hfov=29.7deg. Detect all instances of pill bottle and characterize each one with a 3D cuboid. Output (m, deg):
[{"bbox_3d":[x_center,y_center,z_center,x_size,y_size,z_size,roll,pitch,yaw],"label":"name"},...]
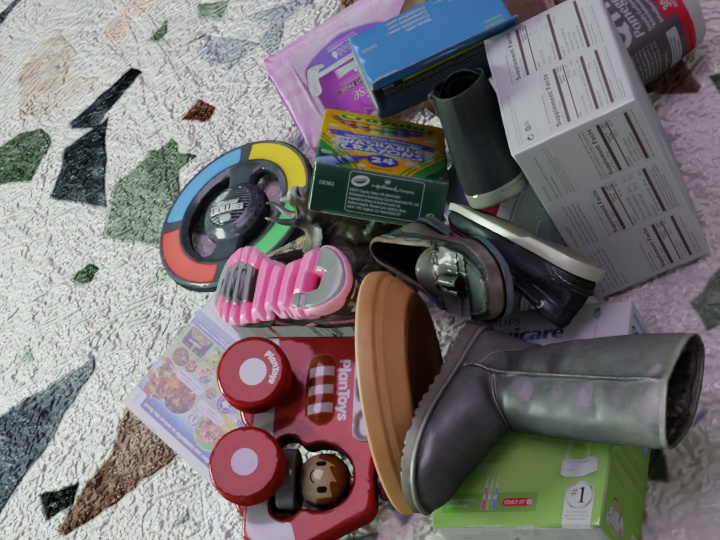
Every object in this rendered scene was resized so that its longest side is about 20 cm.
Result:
[{"bbox_3d":[0.222,-0.207,1.303,0.199,0.111,0.111,-37,43,-6],"label":"pill bottle"}]

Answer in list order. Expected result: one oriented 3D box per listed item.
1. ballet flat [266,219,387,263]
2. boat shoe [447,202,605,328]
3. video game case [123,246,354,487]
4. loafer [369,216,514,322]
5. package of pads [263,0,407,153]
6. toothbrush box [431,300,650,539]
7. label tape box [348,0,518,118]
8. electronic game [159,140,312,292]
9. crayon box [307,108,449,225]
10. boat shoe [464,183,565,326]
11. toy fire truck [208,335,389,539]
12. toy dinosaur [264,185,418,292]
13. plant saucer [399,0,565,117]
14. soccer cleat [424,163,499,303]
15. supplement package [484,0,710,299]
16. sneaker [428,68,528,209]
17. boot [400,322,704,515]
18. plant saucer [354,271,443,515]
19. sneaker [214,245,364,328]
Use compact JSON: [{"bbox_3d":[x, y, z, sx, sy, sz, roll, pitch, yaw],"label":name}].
[{"bbox_3d":[-0.060,-0.005,1.389,0.198,0.068,0.075,-28,22,4],"label":"ballet flat"},{"bbox_3d":[0.127,-0.004,1.148,0.199,0.074,0.067,31,103,52],"label":"boat shoe"},{"bbox_3d":[-0.116,0.096,1.316,0.143,0.018,0.201,38,83,18],"label":"video game case"},{"bbox_3d":[0.065,0.003,1.139,0.062,0.073,0.200,-9,15,-16],"label":"loafer"},{"bbox_3d":[0.007,-0.225,1.470,0.198,0.121,0.076,-30,2,10],"label":"package of pads"},{"bbox_3d":[0.154,0.134,1.099,0.144,0.086,0.202,-8,52,30],"label":"toothbrush box"},{"bbox_3d":[0.066,-0.211,1.259,0.143,0.200,0.064,-25,86,2],"label":"label tape box"},{"bbox_3d":[-0.137,-0.062,1.494,0.198,0.042,0.202,-18,47,21],"label":"electronic game"},{"bbox_3d":[0.019,-0.106,1.315,0.124,0.052,0.200,9,22,-2],"label":"crayon box"},{"bbox_3d":[0.153,-0.019,1.241,0.068,0.073,0.201,12,51,17],"label":"boat shoe"},{"bbox_3d":[-0.039,0.148,1.207,0.165,0.112,0.203,-3,64,9],"label":"toy fire truck"},{"bbox_3d":[0.000,0.000,1.312,0.101,0.077,0.202,-28,86,16],"label":"toy dinosaur"},{"bbox_3d":[0.133,-0.243,1.383,0.197,0.037,0.203,-1,78,4],"label":"plant saucer"},{"bbox_3d":[0.099,-0.051,1.316,0.076,0.066,0.202,-13,47,54],"label":"soccer cleat"},{"bbox_3d":[0.205,-0.108,1.179,0.110,0.200,0.157,-23,44,16],"label":"supplement package"},{"bbox_3d":[0.108,-0.137,1.212,0.074,0.107,0.200,-20,18,8],"label":"sneaker"},{"bbox_3d":[0.143,0.116,1.019,0.198,0.073,0.183,9,62,33],"label":"boot"},{"bbox_3d":[0.041,0.099,1.128,0.037,0.201,0.202,-10,49,14],"label":"plant saucer"},{"bbox_3d":[-0.056,0.026,1.264,0.199,0.095,0.080,2,73,48],"label":"sneaker"}]
